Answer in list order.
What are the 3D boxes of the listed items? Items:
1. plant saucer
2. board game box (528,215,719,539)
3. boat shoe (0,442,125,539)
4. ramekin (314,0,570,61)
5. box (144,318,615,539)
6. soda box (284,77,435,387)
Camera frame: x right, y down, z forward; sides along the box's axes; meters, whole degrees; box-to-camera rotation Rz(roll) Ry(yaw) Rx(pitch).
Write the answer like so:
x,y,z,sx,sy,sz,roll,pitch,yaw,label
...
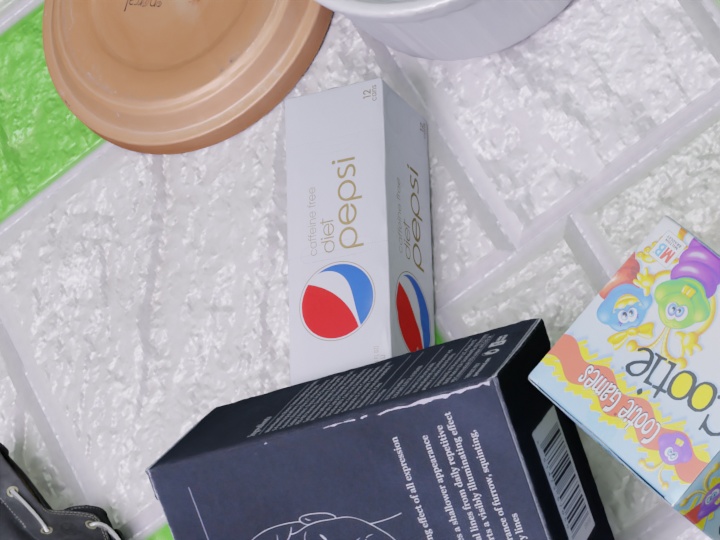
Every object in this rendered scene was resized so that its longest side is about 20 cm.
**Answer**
x,y,z,sx,sy,sz,roll,pitch,yaw,label
-0.109,-0.169,1.716,0.199,0.032,0.202,-10,66,24,plant saucer
0.183,0.073,1.373,0.103,0.200,0.105,-49,58,2,board game box
-0.159,0.164,1.588,0.199,0.072,0.068,31,70,30,boat shoe
0.049,-0.219,1.617,0.199,0.098,0.202,-9,67,23,ramekin
0.016,0.131,1.454,0.199,0.107,0.149,-16,100,20,box
0.000,0.000,1.572,0.063,0.068,0.201,-12,66,22,soda box
